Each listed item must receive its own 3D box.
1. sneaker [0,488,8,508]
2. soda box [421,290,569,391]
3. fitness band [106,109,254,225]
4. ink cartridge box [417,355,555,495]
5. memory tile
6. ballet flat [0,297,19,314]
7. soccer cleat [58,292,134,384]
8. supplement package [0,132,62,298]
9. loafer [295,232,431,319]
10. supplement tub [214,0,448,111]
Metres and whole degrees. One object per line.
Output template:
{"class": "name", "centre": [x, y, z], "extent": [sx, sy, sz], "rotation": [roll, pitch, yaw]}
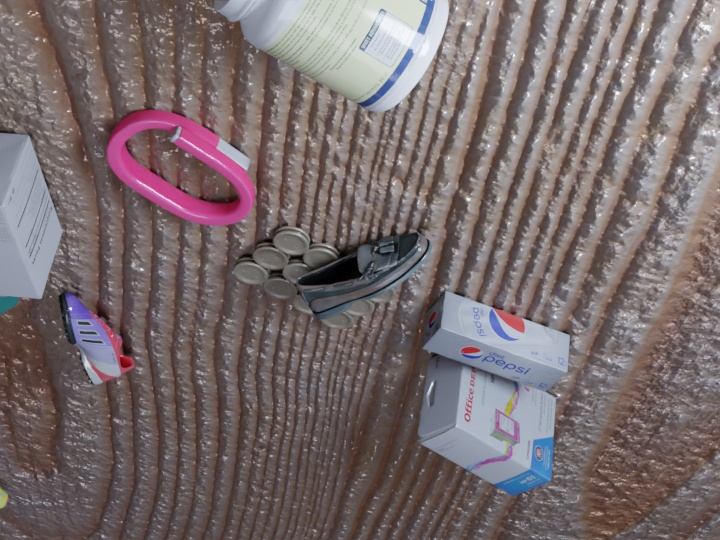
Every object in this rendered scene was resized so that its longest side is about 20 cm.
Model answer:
{"class": "sneaker", "centre": [-0.773, 0.469, 2.479], "extent": [0.199, 0.079, 0.090], "rotation": [-24, 135, 37]}
{"class": "soda box", "centre": [0.190, 0.100, 1.746], "extent": [0.198, 0.064, 0.068], "rotation": [20, 145, -12]}
{"class": "fitness band", "centre": [-0.222, -0.124, 1.565], "extent": [0.199, 0.038, 0.143], "rotation": [34, 138, -27]}
{"class": "ink cartridge box", "centre": [0.189, 0.219, 1.840], "extent": [0.199, 0.146, 0.084], "rotation": [31, 140, -27]}
{"class": "memory tile", "centre": [-0.062, 0.011, 1.729], "extent": [0.199, 0.017, 0.153], "rotation": [30, 140, -24]}
{"class": "ballet flat", "centre": [-0.608, 0.053, 1.853], "extent": [0.199, 0.071, 0.069], "rotation": [-26, 143, -14]}
{"class": "soccer cleat", "centre": [-0.404, 0.097, 1.901], "extent": [0.073, 0.069, 0.201], "rotation": [-16, 138, -4]}
{"class": "supplement package", "centre": [-0.479, -0.071, 1.628], "extent": [0.120, 0.121, 0.201], "rotation": [5, 144, 5]}
{"class": "loafer", "centre": [0.000, 0.000, 1.639], "extent": [0.199, 0.072, 0.063], "rotation": [-30, 120, 28]}
{"class": "supplement tub", "centre": [-0.029, -0.262, 1.235], "extent": [0.199, 0.146, 0.145], "rotation": [27, 141, -22]}
